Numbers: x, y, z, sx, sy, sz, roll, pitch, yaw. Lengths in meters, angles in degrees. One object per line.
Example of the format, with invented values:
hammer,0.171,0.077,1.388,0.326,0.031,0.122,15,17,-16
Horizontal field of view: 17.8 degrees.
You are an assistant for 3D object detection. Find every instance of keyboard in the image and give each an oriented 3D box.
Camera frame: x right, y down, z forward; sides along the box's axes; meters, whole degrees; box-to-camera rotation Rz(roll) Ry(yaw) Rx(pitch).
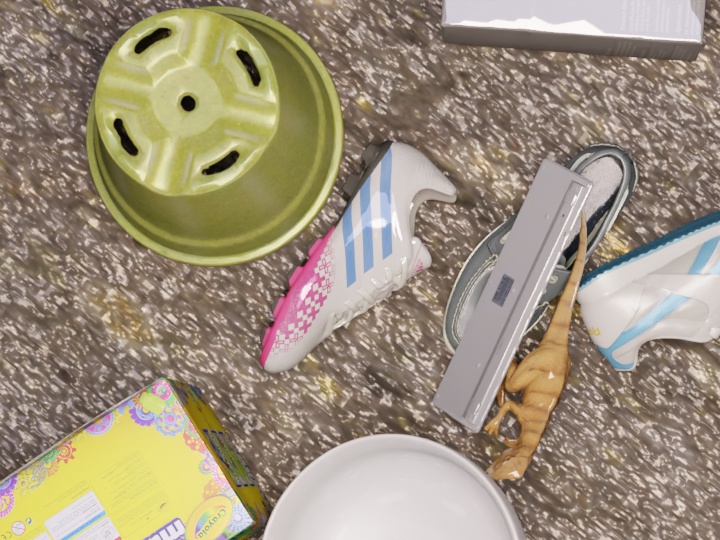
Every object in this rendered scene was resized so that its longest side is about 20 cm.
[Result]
keyboard,0.110,0.018,1.679,0.011,0.056,0.201,20,98,-35

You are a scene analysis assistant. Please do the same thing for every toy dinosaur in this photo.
toy dinosaur,0.137,0.068,1.681,0.060,0.106,0.202,22,73,-17

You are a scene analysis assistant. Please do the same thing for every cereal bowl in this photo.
cereal bowl,0.030,0.221,1.634,0.198,0.083,0.202,-4,76,17

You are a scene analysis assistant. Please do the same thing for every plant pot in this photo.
plant pot,-0.116,-0.110,1.671,0.198,0.184,0.202,0,85,3

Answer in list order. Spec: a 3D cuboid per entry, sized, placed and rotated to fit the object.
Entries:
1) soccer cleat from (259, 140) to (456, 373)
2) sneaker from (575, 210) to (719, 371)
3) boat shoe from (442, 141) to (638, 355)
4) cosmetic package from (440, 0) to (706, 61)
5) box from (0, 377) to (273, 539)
soccer cleat,0.000,0.000,1.714,0.086,0.070,0.201,30,87,5
sneaker,0.259,0.005,1.706,0.199,0.077,0.081,-25,93,7
boat shoe,0.132,-0.016,1.713,0.073,0.062,0.200,42,89,3
cosmetic package,0.159,-0.219,1.718,0.198,0.090,0.108,6,86,6
box,-0.179,0.182,1.647,0.199,0.193,0.123,-33,84,0
